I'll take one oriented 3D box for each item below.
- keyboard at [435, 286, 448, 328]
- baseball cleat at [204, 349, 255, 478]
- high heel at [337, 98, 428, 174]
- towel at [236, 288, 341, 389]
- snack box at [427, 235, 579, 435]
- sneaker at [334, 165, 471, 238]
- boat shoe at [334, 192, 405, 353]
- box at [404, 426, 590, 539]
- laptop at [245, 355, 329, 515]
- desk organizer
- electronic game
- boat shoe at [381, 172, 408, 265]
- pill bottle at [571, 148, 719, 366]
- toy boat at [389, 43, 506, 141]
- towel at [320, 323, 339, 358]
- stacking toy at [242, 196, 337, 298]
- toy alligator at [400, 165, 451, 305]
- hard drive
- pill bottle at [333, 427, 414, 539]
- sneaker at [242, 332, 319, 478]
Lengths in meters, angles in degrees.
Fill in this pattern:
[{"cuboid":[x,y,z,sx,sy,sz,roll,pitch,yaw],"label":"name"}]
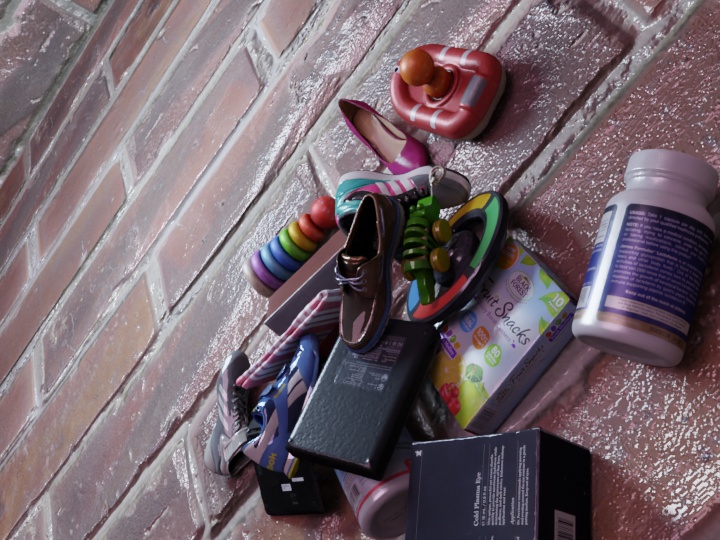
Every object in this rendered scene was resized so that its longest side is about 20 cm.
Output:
[{"cuboid":[0.093,0.089,1.148,0.202,0.011,0.056,-60,38,7],"label":"keyboard"},{"cuboid":[-0.197,0.237,1.381,0.105,0.069,0.205,5,84,44],"label":"baseball cleat"},{"cuboid":[0.031,-0.205,1.311,0.068,0.095,0.200,-56,38,10],"label":"high heel"},{"cuboid":[-0.085,0.092,1.226,0.030,0.146,0.200,47,106,13],"label":"towel"},{"cuboid":[0.168,0.080,1.027,0.201,0.052,0.143,-53,39,15],"label":"snack box"},{"cuboid":[0.049,-0.080,1.155,0.196,0.084,0.122,-1,49,21],"label":"sneaker"},{"cuboid":[0.000,0.000,1.062,0.071,0.072,0.205,4,80,33],"label":"boat shoe"},{"cuboid":[0.144,0.287,0.903,0.180,0.103,0.204,-16,58,43],"label":"box"},{"cuboid":[-0.087,0.246,1.246,0.176,0.102,0.204,-24,80,54],"label":"laptop"},{"cuboid":[-0.058,0.021,1.309,0.200,0.072,0.077,-43,22,17],"label":"desk organizer"},{"cuboid":[0.124,-0.016,1.095,0.201,0.041,0.201,-51,17,22],"label":"electronic game"},{"cuboid":[0.045,-0.086,1.255,0.073,0.064,0.202,-46,43,19],"label":"boat shoe"},{"cuboid":[0.299,-0.013,0.871,0.115,0.115,0.204,9,78,51],"label":"pill bottle"},{"cuboid":[0.107,-0.278,1.231,0.199,0.129,0.132,30,93,52],"label":"toy boat"},{"cuboid":[-0.030,0.145,1.256,0.143,0.023,0.203,-36,46,32],"label":"towel"},{"cuboid":[-0.106,-0.044,1.412,0.200,0.085,0.086,-42,43,19],"label":"stacking toy"},{"cuboid":[0.079,-0.056,1.073,0.058,0.054,0.204,-14,59,38],"label":"toy alligator"},{"cuboid":[0.004,0.151,1.046,0.137,0.033,0.202,5,55,35],"label":"hard drive"},{"cuboid":[0.014,0.230,1.078,0.109,0.108,0.201,-50,44,18],"label":"pill bottle"},{"cuboid":[-0.100,0.171,1.127,0.074,0.080,0.203,95,-173,-58],"label":"sneaker"}]
